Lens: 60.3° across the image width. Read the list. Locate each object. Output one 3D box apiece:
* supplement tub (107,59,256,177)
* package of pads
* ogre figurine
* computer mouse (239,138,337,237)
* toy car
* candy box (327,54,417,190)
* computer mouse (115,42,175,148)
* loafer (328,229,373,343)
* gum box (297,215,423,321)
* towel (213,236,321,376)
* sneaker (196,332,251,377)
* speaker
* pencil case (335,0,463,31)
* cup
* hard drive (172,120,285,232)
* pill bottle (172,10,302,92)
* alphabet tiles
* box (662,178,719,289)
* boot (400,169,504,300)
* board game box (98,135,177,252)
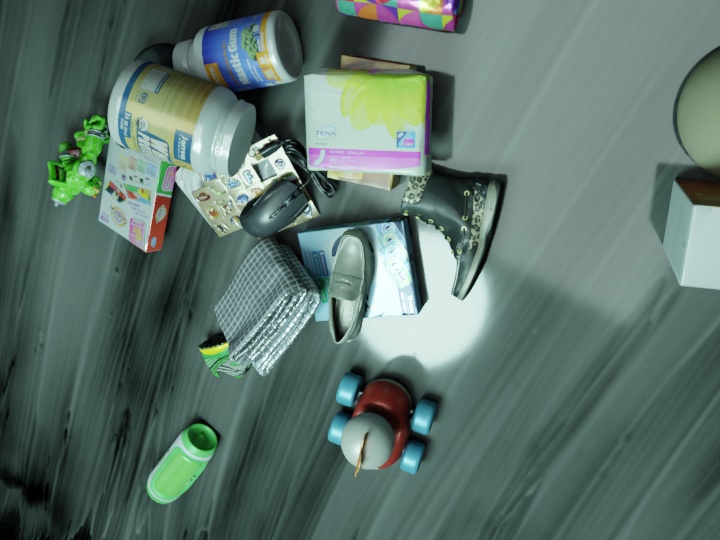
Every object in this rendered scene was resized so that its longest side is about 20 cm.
[{"bbox_3d":[-0.284,-0.242,1.005,0.199,0.145,0.145,19,112,1],"label":"supplement tub"},{"bbox_3d":[0.011,-0.231,0.959,0.199,0.068,0.155,5,109,17],"label":"package of pads"},{"bbox_3d":[-0.549,-0.201,1.194,0.199,0.098,0.120,-17,59,20],"label":"ogre figurine"},{"bbox_3d":[-0.153,-0.136,1.081,0.199,0.046,0.141,-28,116,22],"label":"computer mouse"},{"bbox_3d":[0.017,0.308,1.112,0.184,0.200,0.178,18,112,14],"label":"toy car"},{"bbox_3d":[0.018,-0.243,1.021,0.116,0.056,0.201,13,112,15],"label":"candy box"},{"bbox_3d":[-0.374,-0.315,1.103,0.138,0.053,0.201,10,87,18],"label":"computer mouse"},{"bbox_3d":[-0.020,0.030,1.061,0.070,0.070,0.201,8,109,17],"label":"loafer"},{"bbox_3d":[0.000,0.000,1.108,0.199,0.045,0.171,-5,105,21],"label":"gum box"},{"bbox_3d":[-0.177,0.061,1.113,0.200,0.085,0.166,-51,46,13],"label":"towel"},{"bbox_3d":[-0.227,0.164,1.233,0.199,0.078,0.086,-11,110,31],"label":"sneaker"},{"bbox_3d":[-0.392,0.424,1.360,0.088,0.088,0.200,41,115,4],"label":"speaker"},{"bbox_3d":[0.063,-0.418,0.934,0.199,0.088,0.089,12,110,16],"label":"pencil case"},{"bbox_3d":[0.522,-0.212,0.783,0.199,0.143,0.201,2,97,18],"label":"cup"},{"bbox_3d":[-0.240,-0.182,1.143,0.200,0.038,0.140,-37,92,25],"label":"hard drive"},{"bbox_3d":[-0.207,-0.356,1.035,0.199,0.112,0.113,-4,105,20],"label":"pill bottle"},{"bbox_3d":[-0.198,-0.134,1.119,0.199,0.008,0.168,-19,118,18],"label":"alphabet tiles"},{"bbox_3d":[0.501,-0.051,0.826,0.151,0.200,0.107,6,109,18],"label":"box"},{"bbox_3d":[0.139,-0.067,1.024,0.153,0.073,0.205,18,105,16],"label":"boot"},{"bbox_3d":[-0.432,-0.158,1.198,0.153,0.040,0.201,30,115,24],"label":"board game box"}]
